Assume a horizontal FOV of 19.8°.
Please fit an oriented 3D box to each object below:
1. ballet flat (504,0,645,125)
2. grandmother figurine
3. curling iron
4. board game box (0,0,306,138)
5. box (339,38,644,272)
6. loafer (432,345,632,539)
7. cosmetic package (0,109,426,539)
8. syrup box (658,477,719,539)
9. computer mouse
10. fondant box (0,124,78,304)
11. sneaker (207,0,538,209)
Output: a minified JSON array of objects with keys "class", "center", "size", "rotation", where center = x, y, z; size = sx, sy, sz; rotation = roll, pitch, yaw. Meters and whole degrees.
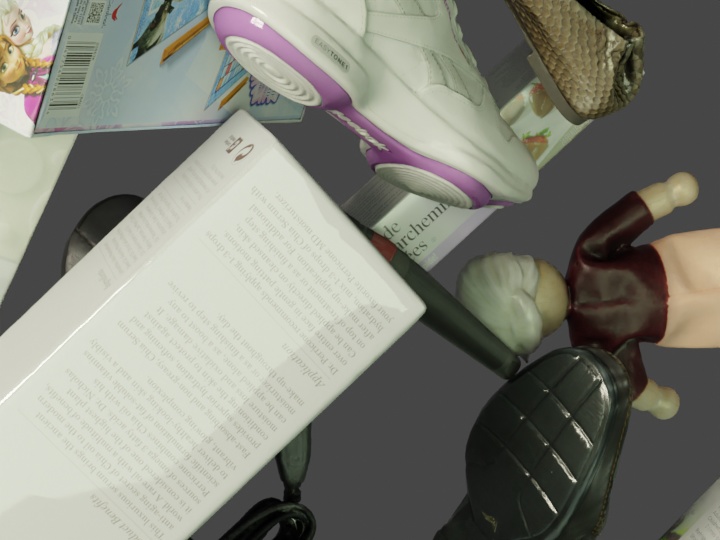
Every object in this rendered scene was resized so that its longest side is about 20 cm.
[{"class":"ballet flat","center":[0.066,-0.144,0.876],"size":[0.046,0.068,0.200],"rotation":[-21,122,26]},{"class":"grandmother figurine","center":[0.142,0.013,1.017],"size":[0.198,0.061,0.123],"rotation":[-2,92,-14]},{"class":"curling iron","center":[0.000,0.000,0.936],"size":[0.199,0.026,0.050],"rotation":[29,122,-32]},{"class":"board game box","center":[-0.058,-0.155,0.823],"size":[0.199,0.041,0.202],"rotation":[-9,122,-61]},{"class":"box","center":[0.044,-0.045,0.967],"size":[0.200,0.041,0.039],"rotation":[-43,117,1]},{"class":"loafer","center":[0.091,0.109,1.015],"size":[0.072,0.073,0.201],"rotation":[-13,143,-36]},{"class":"cosmetic package","center":[-0.082,0.042,0.852],"size":[0.200,0.071,0.102],"rotation":[-43,112,-1]},{"class":"syrup box","center":[0.172,0.204,1.086],"size":[0.200,0.081,0.079],"rotation":[-47,119,4]},{"class":"computer mouse","center":[-0.064,0.059,0.946],"size":[0.140,0.046,0.202],"rotation":[-18,105,-49]},{"class":"fondant box","center":[-0.182,-0.100,0.862],"size":[0.143,0.058,0.201],"rotation":[20,102,-25]},{"class":"sneaker","center":[0.025,-0.093,0.867],"size":[0.200,0.074,0.100],"rotation":[37,72,-46]}]
